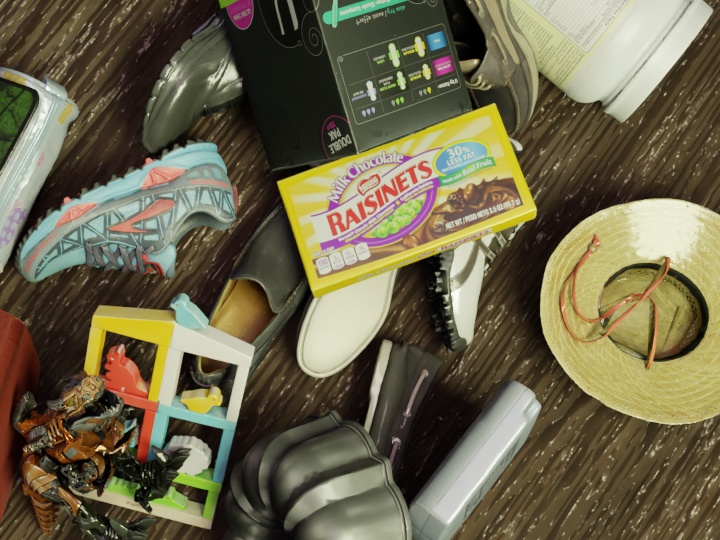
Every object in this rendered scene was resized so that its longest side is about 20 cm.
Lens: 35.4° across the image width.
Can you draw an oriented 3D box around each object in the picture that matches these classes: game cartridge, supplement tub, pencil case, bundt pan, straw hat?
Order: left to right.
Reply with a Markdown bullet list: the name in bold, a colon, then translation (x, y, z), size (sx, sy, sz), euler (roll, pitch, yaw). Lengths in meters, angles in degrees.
- **pencil case**: translation (-0.310, -0.068, 0.944), size (0.082, 0.090, 0.203), euler (27, 76, -26)
- **bundt pan**: translation (-0.044, 0.213, 0.863), size (0.075, 0.201, 0.206), euler (-3, 80, -33)
- **game cartridge**: translation (0.085, 0.162, 0.887), size (0.041, 0.200, 0.134), euler (34, 78, 13)
- **supplement tub**: translation (0.191, -0.241, 0.988), size (0.199, 0.145, 0.146), euler (39, 80, 2)
- **straw hat**: translation (0.249, 0.038, 0.979), size (0.197, 0.085, 0.205), euler (0, 78, 0)

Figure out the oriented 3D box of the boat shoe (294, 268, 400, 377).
- **boat shoe**: translation (0.000, 0.000, 0.986), size (0.066, 0.057, 0.202), euler (28, 84, -12)

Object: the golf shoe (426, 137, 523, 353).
- **golf shoe**: translation (0.105, -0.030, 0.982), size (0.093, 0.078, 0.204), euler (2, 82, -5)

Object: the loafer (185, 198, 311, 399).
- **loafer**: translation (-0.082, 0.017, 0.960), size (0.072, 0.072, 0.202), euler (26, 79, 0)

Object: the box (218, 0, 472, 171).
- **box**: translation (-0.021, -0.198, 0.902), size (0.123, 0.148, 0.203), euler (-23, 102, -30)

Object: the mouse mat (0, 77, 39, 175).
- **mouse mat**: translation (-0.359, -0.099, 0.932), size (0.198, 0.008, 0.163), euler (21, 80, 35)

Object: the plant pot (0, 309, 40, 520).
- **plant pot**: translation (-0.353, 0.104, 0.871), size (0.197, 0.200, 0.178), euler (25, 69, 0)

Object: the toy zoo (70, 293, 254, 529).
- **toy zoo**: translation (-0.162, 0.108, 0.910), size (0.129, 0.021, 0.203), euler (14, 114, -2)

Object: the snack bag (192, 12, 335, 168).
- **snack bag**: translation (-0.021, -0.203, 1.027), size (0.188, 0.021, 0.200), euler (-42, 87, -9)

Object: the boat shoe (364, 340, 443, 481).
- **boat shoe**: translation (0.023, 0.159, 0.942), size (0.056, 0.067, 0.203), euler (12, 77, 4)

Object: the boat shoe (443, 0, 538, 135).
- **boat shoe**: translation (0.093, -0.190, 0.949), size (0.074, 0.202, 0.073), euler (16, 54, 40)

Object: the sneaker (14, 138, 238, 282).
- **sneaker**: translation (-0.194, -0.032, 0.956), size (0.198, 0.079, 0.097), euler (-29, 86, -8)

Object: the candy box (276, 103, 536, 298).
- **candy box**: translation (0.037, -0.059, 0.941), size (0.197, 0.026, 0.104), euler (-20, 72, 0)

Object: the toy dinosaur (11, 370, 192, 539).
- **toy dinosaur**: translation (-0.213, 0.150, 0.878), size (0.135, 0.200, 0.103), euler (31, 64, -6)

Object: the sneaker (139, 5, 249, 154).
- **sneaker**: translation (-0.113, -0.173, 0.972), size (0.090, 0.076, 0.201), euler (39, 85, -8)
